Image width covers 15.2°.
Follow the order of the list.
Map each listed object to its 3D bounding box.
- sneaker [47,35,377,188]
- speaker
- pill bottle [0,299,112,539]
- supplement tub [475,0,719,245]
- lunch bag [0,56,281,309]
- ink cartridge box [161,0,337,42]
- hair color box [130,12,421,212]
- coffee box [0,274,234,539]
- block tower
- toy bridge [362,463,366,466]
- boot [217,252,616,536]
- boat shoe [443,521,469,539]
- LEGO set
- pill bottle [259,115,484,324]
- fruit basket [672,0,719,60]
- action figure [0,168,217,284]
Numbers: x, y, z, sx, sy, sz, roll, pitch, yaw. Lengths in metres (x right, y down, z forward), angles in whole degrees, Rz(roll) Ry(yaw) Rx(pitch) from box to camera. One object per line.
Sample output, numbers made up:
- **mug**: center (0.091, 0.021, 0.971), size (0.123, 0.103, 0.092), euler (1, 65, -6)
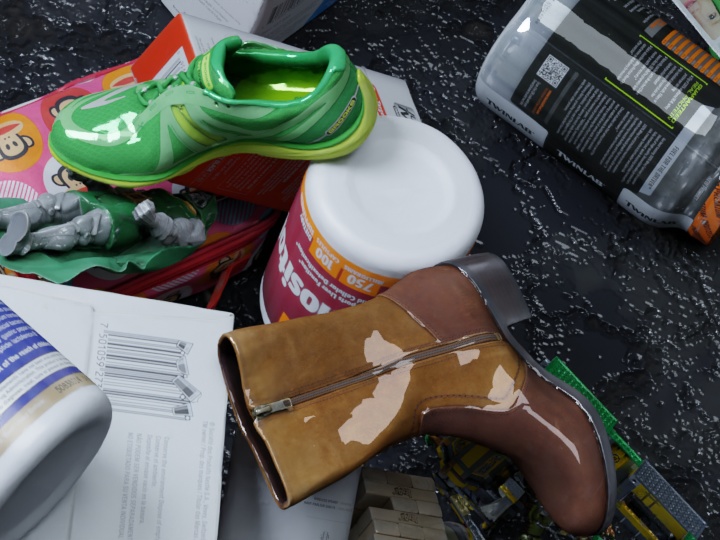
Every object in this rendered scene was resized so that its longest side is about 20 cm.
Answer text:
- **sneaker**: center (-0.092, -0.104, 1.614), size (0.199, 0.084, 0.074), euler (-9, 49, 8)
- **speaker**: center (-0.050, 0.183, 1.599), size (0.081, 0.081, 0.201), euler (11, 87, -10)
- **pill bottle**: center (-0.237, 0.049, 1.421), size (0.200, 0.116, 0.116), euler (41, 57, 11)
- **supplement tub**: center (0.190, -0.113, 1.880), size (0.200, 0.123, 0.123), euler (38, 56, 8)
- **lunch bag**: center (-0.157, -0.036, 1.760), size (0.200, 0.082, 0.176), euler (-25, 74, -30)
- **ink cartridge box**: center (-0.041, -0.249, 1.848), size (0.086, 0.200, 0.146), euler (43, 57, 12)
- **hair color box**: center (-0.045, -0.092, 1.762), size (0.200, 0.061, 0.102), euler (13, 44, -40)
- **coffee box**: center (-0.191, 0.139, 1.566), size (0.199, 0.198, 0.200), euler (9, 58, -8)
- **block tower**: center (0.025, 0.205, 1.592), size (0.058, 0.054, 0.200), euler (11, 44, -28)
- **toy bridge**: center (-0.030, 0.139, 1.684), size (0.027, 0.067, 0.200), euler (34, 76, 20)
- **boot**: center (0.036, 0.093, 1.541), size (0.200, 0.068, 0.189), euler (-20, 83, -36)
- **boat shoe**: center (0.057, 0.249, 1.652), size (0.072, 0.076, 0.200), euler (-10, 53, -16)
- **LEGO set**: center (0.114, 0.161, 1.687), size (0.200, 0.116, 0.154), euler (42, 35, -5)
- **pill bottle**: center (0.000, 0.000, 1.706), size (0.113, 0.200, 0.113), euler (7, 57, -11)
- **fruit basket**: center (0.346, -0.177, 1.984), size (0.185, 0.094, 0.200), euler (-37, 78, -31)
- **action figure**: center (-0.156, -0.031, 1.647), size (0.118, 0.055, 0.200), euler (31, 21, 30)
